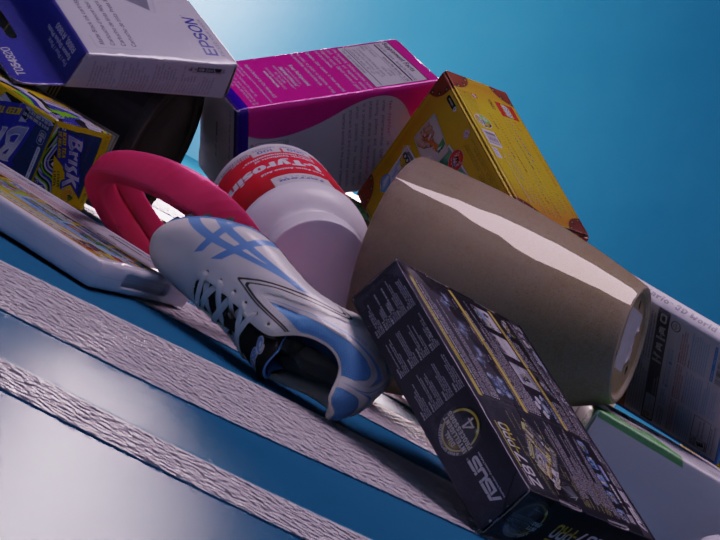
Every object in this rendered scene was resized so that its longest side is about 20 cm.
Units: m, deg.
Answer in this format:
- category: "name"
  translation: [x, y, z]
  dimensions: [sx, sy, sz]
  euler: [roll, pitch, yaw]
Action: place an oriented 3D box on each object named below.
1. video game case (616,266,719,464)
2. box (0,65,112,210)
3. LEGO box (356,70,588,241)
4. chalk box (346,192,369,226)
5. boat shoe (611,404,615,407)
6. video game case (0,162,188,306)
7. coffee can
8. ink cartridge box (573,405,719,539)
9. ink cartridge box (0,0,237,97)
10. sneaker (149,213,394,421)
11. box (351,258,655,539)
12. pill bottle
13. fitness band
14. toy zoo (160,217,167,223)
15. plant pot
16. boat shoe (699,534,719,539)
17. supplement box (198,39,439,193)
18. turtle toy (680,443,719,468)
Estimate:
- category: "video game case"
  translation: [0.216, 0.059, 1.702]
  dimensions: [0.199, 0.018, 0.144]
  euler: [32, -34, 24]
- category: "box"
  translation: [-0.290, -0.121, 1.717]
  dimensions: [0.064, 0.070, 0.200]
  euler: [13, 15, -48]
- category: "LEGO box"
  translation: [0.092, -0.048, 1.822]
  dimensions: [0.077, 0.149, 0.201]
  euler: [16, 34, -34]
- category: "chalk box"
  translation: [-0.031, -0.014, 1.973]
  dimensions: [0.200, 0.125, 0.124]
  euler: [33, 5, 40]
- category: "boat shoe"
  translation: [0.119, 0.114, 1.820]
  dimensions: [0.198, 0.070, 0.074]
  euler: [9, 8, 7]
- category: "video game case"
  translation: [-0.227, -0.038, 1.465]
  dimensions: [0.199, 0.023, 0.182]
  euler: [32, 3, 16]
- category: "coffee can"
  translation: [-0.258, -0.151, 1.858]
  dimensions: [0.199, 0.147, 0.146]
  euler: [30, 3, 11]
- category: "ink cartridge box"
  translation: [0.219, 0.169, 1.673]
  dimensions: [0.145, 0.084, 0.200]
  euler: [30, 2, 0]
- category: "ink cartridge box"
  translation: [-0.231, -0.219, 1.796]
  dimensions: [0.199, 0.041, 0.200]
  euler: [-1, 38, -35]
- category: "sneaker"
  translation: [-0.068, 0.028, 1.412]
  dimensions: [0.199, 0.072, 0.072]
  euler: [33, 42, 21]
- category: "box"
  translation: [0.093, 0.098, 1.380]
  dimensions: [0.161, 0.049, 0.201]
  euler: [29, 25, -51]
- category: "pill bottle"
  translation: [-0.055, -0.026, 1.698]
  dimensions: [0.112, 0.113, 0.200]
  euler: [28, 8, -19]
- category: "fitness band"
  translation: [-0.122, -0.022, 1.539]
  dimensions: [0.143, 0.038, 0.200]
  euler: [22, -23, 29]
- category: "toy zoo"
  translation: [-0.131, -0.002, 1.795]
  dimensions: [0.131, 0.021, 0.200]
  euler: [30, 3, -3]
- category: "plant pot"
  translation: [0.114, 0.029, 1.629]
  dimensions: [0.199, 0.189, 0.187]
  euler: [17, -2, 20]
- category: "boat shoe"
  translation: [0.306, 0.243, 1.565]
  dimensions: [0.199, 0.072, 0.071]
  euler: [11, 25, -48]
- category: "supplement box"
  translation: [-0.037, -0.132, 1.909]
  dimensions: [0.199, 0.102, 0.103]
  euler: [-9, 32, -22]
- category: "turtle toy"
  translation: [0.310, 0.201, 1.860]
  dimensions: [0.199, 0.102, 0.146]
  euler: [31, 4, 27]
